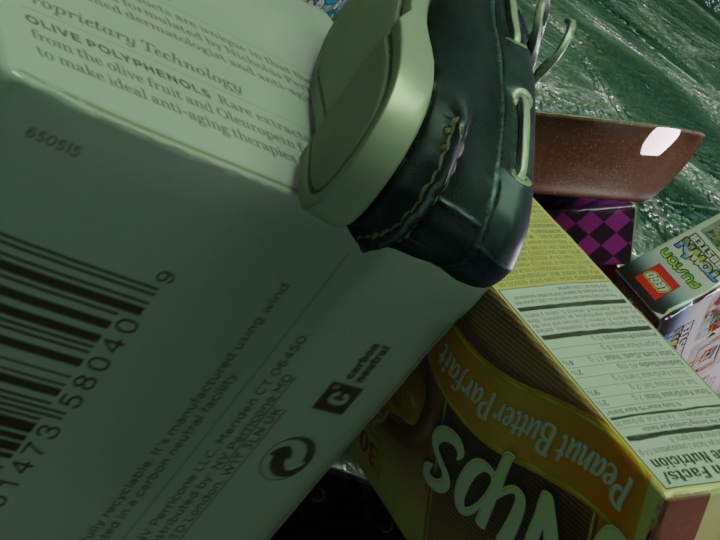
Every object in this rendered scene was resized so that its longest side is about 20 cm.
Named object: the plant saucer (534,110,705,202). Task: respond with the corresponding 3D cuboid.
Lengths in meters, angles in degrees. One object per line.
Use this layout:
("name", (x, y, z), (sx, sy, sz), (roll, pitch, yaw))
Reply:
("plant saucer", (0.049, -0.053, 0.727), (0.198, 0.035, 0.200), (6, 3, 0))

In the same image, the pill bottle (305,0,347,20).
("pill bottle", (-0.067, -0.161, 0.922), (0.110, 0.200, 0.111), (31, 23, -15))

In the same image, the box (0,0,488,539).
("box", (-0.107, -0.007, 0.564), (0.199, 0.199, 0.172), (21, 27, -40))

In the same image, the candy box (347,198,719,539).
("candy box", (0.055, 0.055, 0.579), (0.055, 0.116, 0.200), (-5, 36, -28))

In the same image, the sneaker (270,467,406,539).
("sneaker", (0.031, 0.134, 0.696), (0.199, 0.072, 0.072), (27, -2, -19))

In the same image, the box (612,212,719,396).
("box", (0.164, 0.048, 0.844), (0.110, 0.201, 0.035), (-26, 59, -22))

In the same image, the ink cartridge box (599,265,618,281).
("ink cartridge box", (0.114, 0.003, 0.965), (0.200, 0.050, 0.163), (59, 3, -44))

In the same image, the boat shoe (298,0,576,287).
("boat shoe", (0.027, -0.062, 0.517), (0.062, 0.075, 0.200), (34, 23, -14))

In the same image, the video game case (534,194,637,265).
("video game case", (0.010, -0.039, 0.846), (0.198, 0.036, 0.181), (-4, 21, -22))
